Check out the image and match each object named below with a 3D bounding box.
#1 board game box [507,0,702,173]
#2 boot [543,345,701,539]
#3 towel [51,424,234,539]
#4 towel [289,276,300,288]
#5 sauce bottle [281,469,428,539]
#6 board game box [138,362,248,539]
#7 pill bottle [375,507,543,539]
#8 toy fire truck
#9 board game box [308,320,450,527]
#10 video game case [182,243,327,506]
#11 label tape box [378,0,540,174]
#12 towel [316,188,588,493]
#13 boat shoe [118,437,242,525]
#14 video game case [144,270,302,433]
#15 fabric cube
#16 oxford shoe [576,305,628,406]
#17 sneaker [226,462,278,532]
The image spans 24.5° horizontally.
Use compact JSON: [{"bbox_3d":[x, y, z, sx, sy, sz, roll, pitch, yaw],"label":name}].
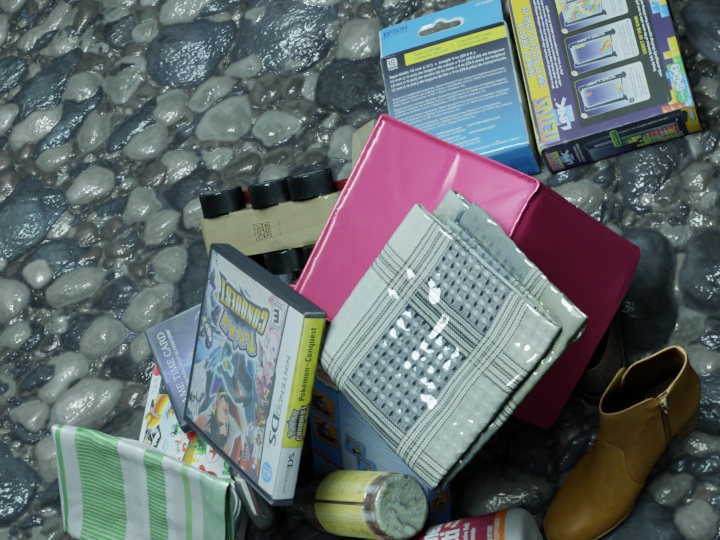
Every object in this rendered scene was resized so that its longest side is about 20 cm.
[{"bbox_3d":[0.254,-0.217,1.735,0.165,0.057,0.200,-16,61,15],"label":"board game box"},{"bbox_3d":[0.228,0.157,1.504,0.201,0.144,0.071,-44,57,-4],"label":"boot"},{"bbox_3d":[-0.210,0.231,1.603,0.200,0.153,0.023,18,38,24],"label":"towel"},{"bbox_3d":[0.000,0.000,1.666,0.200,0.023,0.145,-40,22,-26],"label":"towel"},{"bbox_3d":[-0.012,0.218,1.561,0.200,0.065,0.065,-6,56,59],"label":"sauce bottle"},{"bbox_3d":[-0.168,0.193,1.701,0.126,0.035,0.200,-1,64,20],"label":"board game box"},{"bbox_3d":[0.068,0.289,1.517,0.200,0.110,0.110,-15,60,16],"label":"pill bottle"},{"bbox_3d":[-0.053,-0.077,1.753,0.176,0.200,0.129,-9,97,33],"label":"toy fire truck"},{"bbox_3d":[0.016,0.154,1.558,0.151,0.200,0.037,28,52,29],"label":"board game box"},{"bbox_3d":[-0.101,0.090,1.509,0.200,0.025,0.181,32,117,54],"label":"video game case"},{"bbox_3d":[0.103,-0.183,1.770,0.143,0.066,0.200,-15,58,13],"label":"label tape box"},{"bbox_3d":[0.067,0.051,1.371,0.200,0.035,0.193,-51,52,10],"label":"towel"},{"bbox_3d":[-0.213,0.209,1.647,0.200,0.069,0.072,22,74,28],"label":"boat shoe"},{"bbox_3d":[-0.115,0.071,1.719,0.200,0.019,0.143,-27,48,-1],"label":"video game case"},{"bbox_3d":[0.099,0.002,1.513,0.200,0.199,0.196,28,91,39],"label":"fabric cube"},{"bbox_3d":[0.215,0.025,1.612,0.073,0.084,0.200,-21,58,12],"label":"oxford shoe"},{"bbox_3d":[-0.081,0.147,1.621,0.115,0.076,0.200,-16,76,-2],"label":"sneaker"}]
